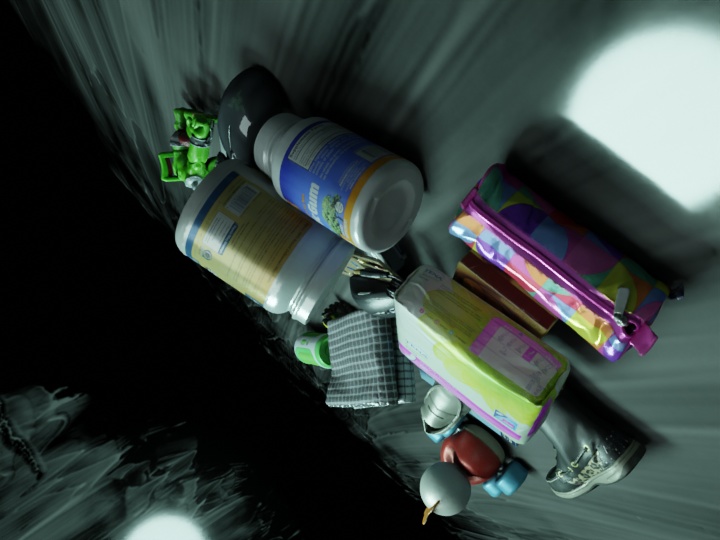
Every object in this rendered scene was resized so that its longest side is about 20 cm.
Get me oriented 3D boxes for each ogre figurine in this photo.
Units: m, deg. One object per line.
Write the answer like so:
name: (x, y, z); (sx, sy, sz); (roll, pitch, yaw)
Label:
ogre figurine: (-0.285, -0.206, 1.036); (0.200, 0.098, 0.121); (23, 110, 42)

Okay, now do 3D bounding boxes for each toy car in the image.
toy car: (0.172, 0.393, 1.173); (0.184, 0.200, 0.177); (42, 161, 12)

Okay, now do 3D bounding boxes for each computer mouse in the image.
computer mouse: (0.025, 0.037, 0.896); (0.140, 0.046, 0.200); (35, 168, -38)
computer mouse: (-0.158, -0.178, 0.849); (0.138, 0.053, 0.201); (40, 138, 21)

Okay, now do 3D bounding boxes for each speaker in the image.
speaker: (-0.101, 0.194, 1.532); (0.089, 0.088, 0.200); (50, 161, -12)

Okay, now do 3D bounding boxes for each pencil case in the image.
pencil case: (0.173, -0.009, 0.545); (0.200, 0.088, 0.088); (40, 160, 18)

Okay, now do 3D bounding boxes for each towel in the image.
towel: (0.008, 0.152, 1.058); (0.200, 0.085, 0.167); (-24, 70, 57)

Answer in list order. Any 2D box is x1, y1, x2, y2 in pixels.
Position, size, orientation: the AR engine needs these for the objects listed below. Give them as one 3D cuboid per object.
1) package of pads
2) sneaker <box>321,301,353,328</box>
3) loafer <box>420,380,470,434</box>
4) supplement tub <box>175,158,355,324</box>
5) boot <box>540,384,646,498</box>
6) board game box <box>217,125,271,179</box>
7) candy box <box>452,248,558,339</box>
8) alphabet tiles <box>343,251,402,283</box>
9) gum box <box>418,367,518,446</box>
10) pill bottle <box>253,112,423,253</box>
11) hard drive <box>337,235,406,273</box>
package of pads: (0.128, 0.095, 0.703); (0.200, 0.068, 0.155); (36, 159, 23)
sneaker: (0.008, 0.137, 1.223); (0.200, 0.078, 0.085); (41, 169, 43)
loafer: (0.130, 0.212, 0.959); (0.070, 0.070, 0.200); (39, 160, 22)
supplement tub: (-0.121, -0.035, 0.808); (0.200, 0.145, 0.145); (34, 160, 3)
boot: (0.263, 0.216, 0.824); (0.154, 0.073, 0.204); (44, 155, 13)
board game box: (-0.179, -0.141, 1.036); (0.153, 0.040, 0.200); (58, 163, 11)
candy box: (0.160, 0.051, 0.735); (0.117, 0.056, 0.200); (40, 161, 16)
alphabet tiles: (0.000, 0.000, 0.935); (0.199, 0.008, 0.167); (19, 167, 42)
gum box: (0.169, 0.167, 0.965); (0.200, 0.045, 0.170); (33, 157, 33)
pill bottle: (-0.033, -0.112, 0.729); (0.200, 0.112, 0.112); (33, 157, 33)
hard drive: (-0.026, -0.063, 0.929); (0.140, 0.038, 0.200); (54, 159, -23)
